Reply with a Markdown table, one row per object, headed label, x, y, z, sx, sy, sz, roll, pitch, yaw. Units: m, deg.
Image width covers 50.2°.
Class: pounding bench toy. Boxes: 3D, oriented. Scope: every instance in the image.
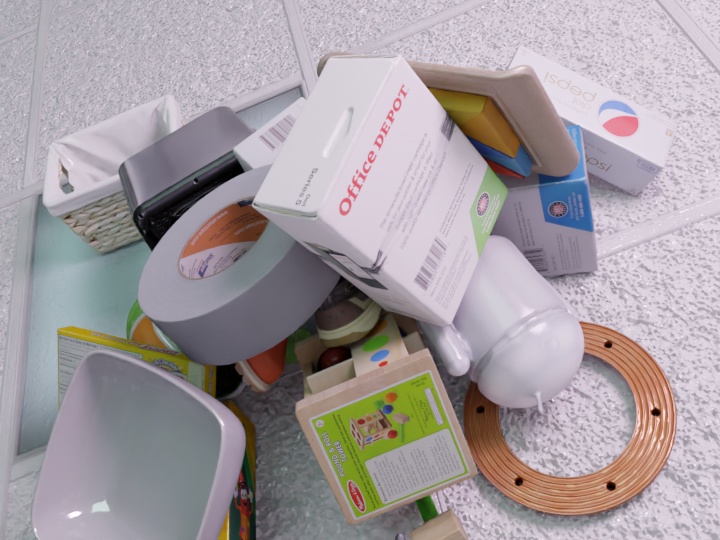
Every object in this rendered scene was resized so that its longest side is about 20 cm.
| label | x | y | z | sx | sy | sz | roll | pitch | yaw |
| --- | --- | --- | --- | --- | --- | --- | --- | --- | --- |
| pounding bench toy | 0.031 | 0.156 | 0.737 | 0.123 | 0.201 | 0.156 | -23 | 18 | 2 |

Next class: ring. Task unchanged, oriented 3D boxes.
| label | x | y | z | sx | sy | sz | roll | pitch | yaw |
| --- | --- | --- | --- | --- | --- | --- | --- | --- | --- |
| ring | 0.198 | 0.138 | 0.741 | 0.198 | 0.019 | 0.202 | -12 | 52 | 15 |

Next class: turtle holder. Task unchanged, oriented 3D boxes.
| label | x | y | z | sx | sy | sz | roll | pitch | yaw |
| --- | --- | --- | --- | --- | --- | --- | --- | --- | --- |
| turtle holder | -0.163 | 0.085 | 0.854 | 0.141 | 0.185 | 0.132 | -52 | 40 | 12 |

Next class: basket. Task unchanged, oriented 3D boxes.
| label | x | y | z | sx | sy | sz | roll | pitch | yaw |
| --- | --- | --- | --- | --- | --- | --- | --- | --- | --- |
| basket | -0.321 | -0.130 | 1.077 | 0.198 | 0.124 | 0.136 | -20 | 50 | 6 |

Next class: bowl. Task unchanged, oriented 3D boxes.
| label | x | y | z | sx | sy | sz | roll | pitch | yaw |
| --- | --- | --- | --- | --- | --- | --- | --- | --- | --- |
| bowl | -0.193 | 0.185 | 0.698 | 0.198 | 0.074 | 0.202 | 20 | 94 | 29 |

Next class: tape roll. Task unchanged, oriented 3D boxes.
| label | x | y | z | sx | sy | sz | roll | pitch | yaw |
| --- | --- | --- | --- | --- | --- | --- | --- | --- | --- |
| tape roll | -0.111 | -0.010 | 0.725 | 0.199 | 0.066 | 0.201 | -22 | 37 | 18 |

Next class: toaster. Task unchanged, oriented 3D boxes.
| label | x | y | z | sx | sy | sz | roll | pitch | yaw |
| --- | --- | --- | --- | --- | --- | --- | --- | --- | --- |
| toaster | -0.184 | -0.073 | 0.947 | 0.199 | 0.181 | 0.119 | -32 | 47 | -4 |

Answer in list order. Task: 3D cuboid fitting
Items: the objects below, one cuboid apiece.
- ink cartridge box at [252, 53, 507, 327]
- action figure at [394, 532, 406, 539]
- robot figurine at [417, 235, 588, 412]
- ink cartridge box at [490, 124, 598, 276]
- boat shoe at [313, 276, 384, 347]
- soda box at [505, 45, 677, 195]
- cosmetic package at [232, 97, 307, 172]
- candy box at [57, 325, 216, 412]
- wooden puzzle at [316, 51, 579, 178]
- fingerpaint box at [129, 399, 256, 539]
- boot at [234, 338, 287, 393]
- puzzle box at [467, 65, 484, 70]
| label | x | y | z | sx | sy | sz | roll | pitch | yaw |
| --- | --- | --- | --- | --- | --- | --- | --- | --- | --- |
| ink cartridge box | 0.026 | -0.063 | 0.651 | 0.084 | 0.200 | 0.146 | 14 | 73 | 43 |
| action figure | -0.001 | 0.324 | 0.633 | 0.198 | 0.105 | 0.194 | 5 | 51 | 25 |
| robot figurine | 0.135 | 0.048 | 0.738 | 0.168 | 0.113 | 0.201 | -17 | 56 | -28 |
| ink cartridge box | 0.145 | -0.062 | 0.825 | 0.198 | 0.146 | 0.084 | -7 | 52 | 18 |
| boat shoe | 0.000 | 0.000 | 0.772 | 0.073 | 0.065 | 0.200 | -11 | 24 | 17 |
| soda box | 0.245 | -0.167 | 0.859 | 0.199 | 0.064 | 0.068 | 28 | 65 | 2 |
| cosmetic package | -0.053 | -0.084 | 0.885 | 0.101 | 0.201 | 0.071 | -39 | 50 | -9 |
| candy box | -0.233 | 0.124 | 0.786 | 0.198 | 0.026 | 0.103 | 9 | 99 | 27 |
| wooden puzzle | 0.081 | -0.133 | 0.695 | 0.199 | 0.185 | 0.038 | 12 | 79 | 32 |
| fingerpaint box | -0.210 | 0.242 | 0.792 | 0.198 | 0.074 | 0.168 | -15 | 52 | 10 |
| boot | -0.083 | 0.025 | 0.777 | 0.106 | 0.075 | 0.201 | -22 | 46 | 18 |
| puzzle box | 0.136 | -0.200 | 0.959 | 0.132 | 0.026 | 0.200 | -14 | 37 | -16 |
